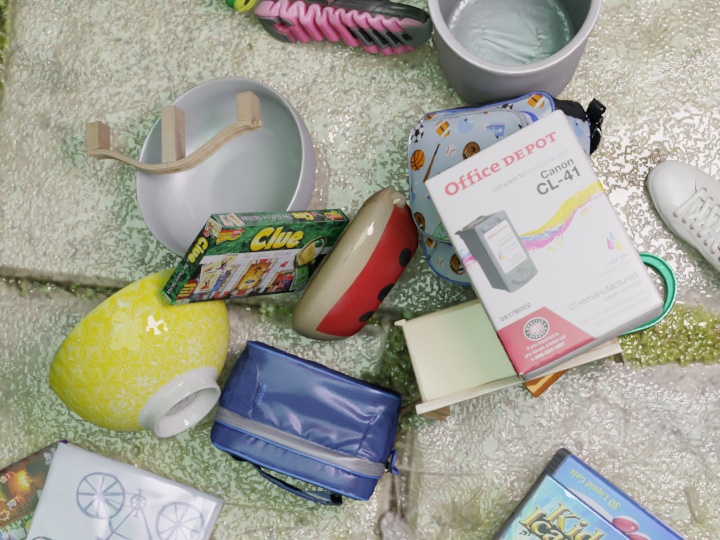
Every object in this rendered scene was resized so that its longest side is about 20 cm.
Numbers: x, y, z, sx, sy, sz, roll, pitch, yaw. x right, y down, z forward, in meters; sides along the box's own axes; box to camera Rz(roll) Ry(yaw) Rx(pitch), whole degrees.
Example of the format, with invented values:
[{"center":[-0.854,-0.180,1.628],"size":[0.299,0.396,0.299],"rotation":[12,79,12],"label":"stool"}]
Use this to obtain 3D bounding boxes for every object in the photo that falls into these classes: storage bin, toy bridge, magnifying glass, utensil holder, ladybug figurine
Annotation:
[{"center":[0.153,0.076,1.485],"size":[0.199,0.199,0.094],"rotation":[-19,78,8],"label":"storage bin"},{"center":[-0.193,-0.136,1.543],"size":[0.199,0.027,0.068],"rotation":[-8,73,19],"label":"toy bridge"},{"center":[0.252,0.060,1.582],"size":[0.200,0.022,0.080],"rotation":[-42,82,2],"label":"magnifying glass"},{"center":[0.153,-0.258,1.513],"size":[0.169,0.200,0.171],"rotation":[0,84,4],"label":"utensil holder"},{"center":[0.000,0.000,1.531],"size":[0.072,0.136,0.200],"rotation":[33,127,-2],"label":"ladybug figurine"}]

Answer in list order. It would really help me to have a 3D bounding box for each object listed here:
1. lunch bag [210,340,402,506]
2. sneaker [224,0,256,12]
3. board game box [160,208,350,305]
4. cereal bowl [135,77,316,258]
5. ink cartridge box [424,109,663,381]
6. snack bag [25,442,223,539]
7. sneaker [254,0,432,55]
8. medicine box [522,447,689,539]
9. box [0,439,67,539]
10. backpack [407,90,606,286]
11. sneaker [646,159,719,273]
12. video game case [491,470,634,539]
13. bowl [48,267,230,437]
[{"center":[-0.050,0.165,1.536],"size":[0.199,0.136,0.133],"rotation":[20,88,3],"label":"lunch bag"},{"center":[-0.139,-0.372,1.607],"size":[0.083,0.074,0.201],"rotation":[-2,77,1],"label":"sneaker"},{"center":[-0.101,-0.015,1.482],"size":[0.023,0.200,0.105],"rotation":[46,118,25],"label":"board game box"},{"center":[-0.133,-0.096,1.569],"size":[0.199,0.083,0.201],"rotation":[-6,72,19],"label":"cereal bowl"},{"center":[0.166,-0.020,1.351],"size":[0.147,0.086,0.201],"rotation":[-28,79,7],"label":"ink cartridge box"},{"center":[-0.260,0.302,1.558],"size":[0.188,0.021,0.201],"rotation":[20,73,-9],"label":"snack bag"},{"center":[-0.013,-0.288,1.581],"size":[0.199,0.079,0.096],"rotation":[12,71,20],"label":"sneaker"},{"center":[0.224,0.317,1.528],"size":[0.182,0.103,0.200],"rotation":[36,89,5],"label":"medicine box"},{"center":[-0.336,0.301,1.591],"size":[0.136,0.039,0.201],"rotation":[-27,86,1],"label":"box"},{"center":[0.140,-0.075,1.495],"size":[0.199,0.154,0.192],"rotation":[-6,89,40],"label":"backpack"},{"center":[0.380,-0.041,1.551],"size":[0.073,0.085,0.200],"rotation":[-43,84,2],"label":"sneaker"},{"center":[0.206,0.329,1.454],"size":[0.200,0.045,0.182],"rotation":[37,88,5],"label":"video game case"},{"center":[-0.203,0.102,1.504],"size":[0.200,0.200,0.108],"rotation":[-38,68,0],"label":"bowl"}]
